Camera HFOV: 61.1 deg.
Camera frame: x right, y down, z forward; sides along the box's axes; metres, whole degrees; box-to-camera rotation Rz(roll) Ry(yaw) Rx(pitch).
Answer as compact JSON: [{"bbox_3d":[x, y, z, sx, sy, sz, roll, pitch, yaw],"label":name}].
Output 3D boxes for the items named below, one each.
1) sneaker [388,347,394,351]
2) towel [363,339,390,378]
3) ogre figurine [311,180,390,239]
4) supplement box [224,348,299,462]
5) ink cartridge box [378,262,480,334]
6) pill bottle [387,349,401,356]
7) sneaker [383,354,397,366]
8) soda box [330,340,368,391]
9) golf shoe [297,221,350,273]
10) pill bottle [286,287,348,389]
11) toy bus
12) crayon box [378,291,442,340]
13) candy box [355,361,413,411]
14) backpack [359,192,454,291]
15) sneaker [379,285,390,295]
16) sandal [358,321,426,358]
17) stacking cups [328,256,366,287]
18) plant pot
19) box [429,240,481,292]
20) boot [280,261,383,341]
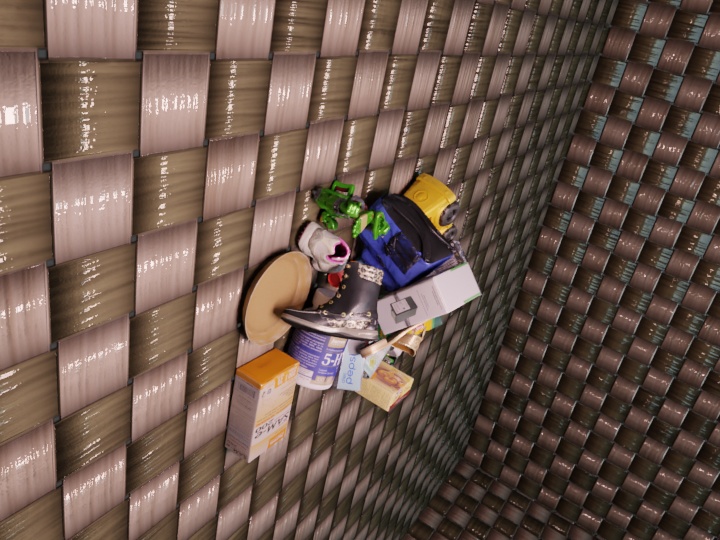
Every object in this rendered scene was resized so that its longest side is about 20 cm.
[{"bbox_3d":[0.024,0.176,1.604,0.199,0.083,0.081,-14,108,-34],"label":"sneaker"},{"bbox_3d":[0.007,0.140,1.501,0.200,0.048,0.171,52,60,-26],"label":"towel"},{"bbox_3d":[-0.021,-0.120,1.231,0.200,0.120,0.098,-18,132,-56],"label":"ogre figurine"},{"bbox_3d":[-0.206,0.281,1.279,0.126,0.073,0.201,-26,135,-54],"label":"supplement box"},{"bbox_3d":[0.145,0.064,1.379,0.146,0.200,0.084,-22,88,-46],"label":"ink cartridge box"},{"bbox_3d":[0.112,0.134,1.736,0.200,0.112,0.112,-56,154,-19],"label":"pill bottle"},{"bbox_3d":[0.043,0.276,1.745,0.085,0.078,0.200,-47,179,39],"label":"sneaker"},{"bbox_3d":[-0.025,0.173,1.409,0.068,0.063,0.201,14,84,-33],"label":"soda box"},{"bbox_3d":[-0.058,-0.031,1.272,0.076,0.091,0.200,-64,157,-7],"label":"golf shoe"},{"bbox_3d":[-0.087,0.147,1.340,0.120,0.119,0.201,0,112,-63],"label":"pill bottle"},{"bbox_3d":[0.146,-0.116,1.573,0.192,0.136,0.200,-39,149,-21],"label":"toy bus"},{"bbox_3d":[0.117,0.104,1.535,0.200,0.058,0.119,-15,91,-47],"label":"crayon box"},{"bbox_3d":[0.022,0.271,1.572,0.115,0.200,0.055,-21,132,-56],"label":"candy box"},{"bbox_3d":[0.081,-0.066,1.398,0.168,0.200,0.162,-40,170,26],"label":"backpack"},{"bbox_3d":[0.076,0.035,1.609,0.115,0.080,0.200,-28,135,-52],"label":"sneaker"},{"bbox_3d":[0.098,0.170,1.405,0.211,0.070,0.078,-24,179,-25],"label":"sandal"},{"bbox_3d":[0.000,0.000,1.449,0.200,0.060,0.061,-28,136,-53],"label":"stacking cups"},{"bbox_3d":[-0.168,0.052,1.204,0.200,0.027,0.201,-45,147,-39],"label":"plant pot"},{"bbox_3d":[0.203,0.033,1.637,0.200,0.158,0.050,-28,167,23],"label":"box"},{"bbox_3d":[-0.052,0.056,1.249,0.073,0.203,0.154,145,-44,-74],"label":"boot"}]
